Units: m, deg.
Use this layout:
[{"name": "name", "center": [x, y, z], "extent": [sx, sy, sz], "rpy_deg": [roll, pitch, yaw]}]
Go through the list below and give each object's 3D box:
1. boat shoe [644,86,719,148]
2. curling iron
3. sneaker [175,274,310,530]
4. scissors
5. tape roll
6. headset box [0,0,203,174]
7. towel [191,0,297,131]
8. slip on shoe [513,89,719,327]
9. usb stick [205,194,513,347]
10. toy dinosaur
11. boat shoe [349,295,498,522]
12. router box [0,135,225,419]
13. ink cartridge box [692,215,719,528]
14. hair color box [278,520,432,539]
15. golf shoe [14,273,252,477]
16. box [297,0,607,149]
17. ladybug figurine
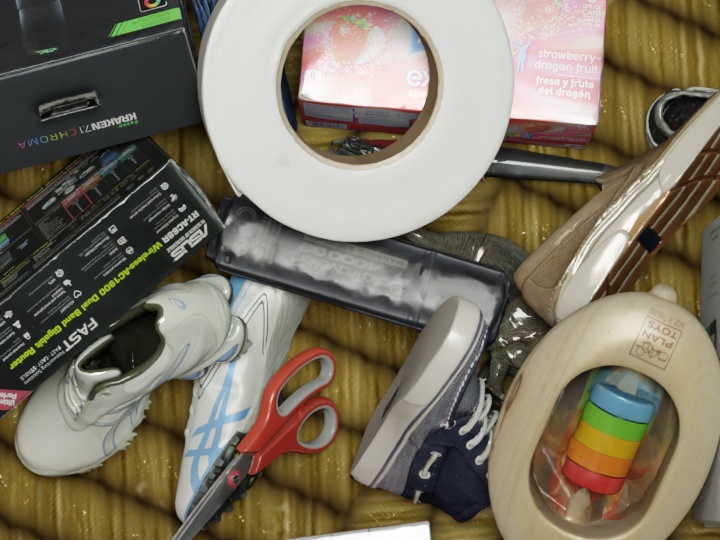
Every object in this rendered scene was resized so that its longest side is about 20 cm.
[{"name": "boat shoe", "center": [0.288, -0.074, 1.650], "extent": [0.199, 0.064, 0.071], "rpy_deg": [15, 84, 2]}, {"name": "curling iron", "center": [0.077, -0.068, 1.667], "extent": [0.199, 0.026, 0.050], "rpy_deg": [4, 47, -3]}, {"name": "sneaker", "center": [-0.087, 0.073, 1.641], "extent": [0.072, 0.072, 0.201], "rpy_deg": [16, 86, 24]}, {"name": "scissors", "center": [-0.079, 0.121, 1.597], "extent": [0.200, 0.014, 0.074], "rpy_deg": [-35, 126, -38]}, {"name": "tape roll", "center": [-0.004, -0.118, 1.551], "extent": [0.201, 0.037, 0.204], "rpy_deg": [-2, 103, -8]}, {"name": "headset box", "center": [-0.201, -0.166, 1.606], "extent": [0.173, 0.093, 0.201], "rpy_deg": [-14, 52, 0]}, {"name": "towel", "center": [-0.088, -0.184, 1.640], "extent": [0.048, 0.112, 0.201], "rpy_deg": [-14, 84, 4]}, {"name": "slip on shoe", "center": [0.179, -0.047, 1.595], "extent": [0.060, 0.076, 0.200], "rpy_deg": [37, 89, 27]}, {"name": "usb stick", "center": [0.000, 0.000, 1.597], "extent": [0.199, 0.033, 0.056], "rpy_deg": [16, 81, 2]}, {"name": "toy dinosaur", "center": [0.096, 0.028, 1.647], "extent": [0.102, 0.077, 0.200], "rpy_deg": [-40, 80, -15]}, {"name": "boat shoe", "center": [0.066, 0.092, 1.581], "extent": [0.092, 0.200, 0.075], "rpy_deg": [25, 57, -4]}, {"name": "router box", "center": [-0.194, -0.004, 1.600], "extent": [0.200, 0.150, 0.062], "rpy_deg": [-40, 112, -3]}, {"name": "ink cartridge box", "center": [0.297, 0.069, 1.593], "extent": [0.146, 0.146, 0.202], "rpy_deg": [2, 85, 1]}, {"name": "hair color box", "center": [-0.045, 0.232, 1.622], "extent": [0.199, 0.064, 0.112], "rpy_deg": [-7, 83, 1]}, {"name": "golf shoe", "center": [-0.169, 0.066, 1.598], "extent": [0.200, 0.097, 0.079], "rpy_deg": [-40, 69, 24]}, {"name": "box", "center": [0.060, -0.142, 1.640], "extent": [0.199, 0.103, 0.095], "rpy_deg": [5, 84, 2]}, {"name": "ladybug figurine", "center": [0.155, 0.098, 1.548], "extent": [0.135, 0.072, 0.201], "rpy_deg": [25, 106, -1]}]
